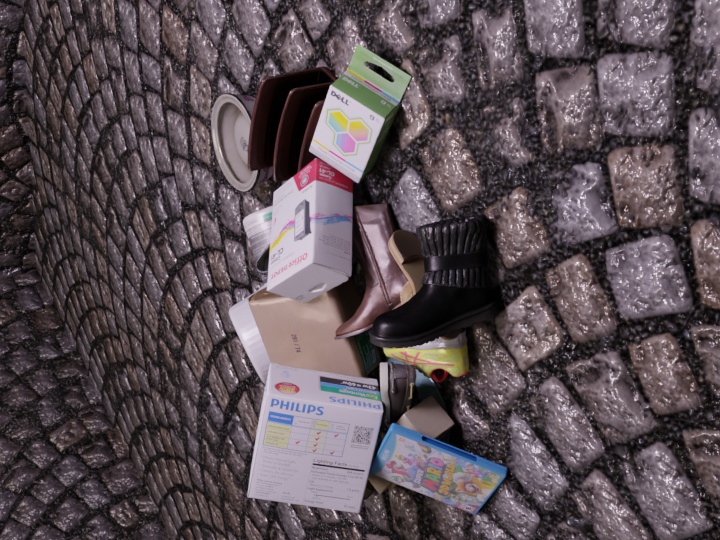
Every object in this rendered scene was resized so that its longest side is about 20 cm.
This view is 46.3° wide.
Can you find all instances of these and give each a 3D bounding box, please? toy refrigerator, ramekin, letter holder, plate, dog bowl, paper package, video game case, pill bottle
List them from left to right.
[{"bbox_3d":[-0.227,-0.265,1.715,0.200,0.074,0.201,30,128,47],"label":"dog bowl"},{"bbox_3d":[-0.197,0.140,1.772,0.201,0.097,0.201,62,173,14],"label":"ramekin"},{"bbox_3d":[-0.151,-0.024,1.677,0.113,0.113,0.201,-26,82,58],"label":"pill bottle"},{"bbox_3d":[-0.112,-0.239,1.483,0.101,0.142,0.200,50,142,32],"label":"letter holder"},{"bbox_3d":[-0.082,0.114,1.557,0.190,0.103,0.201,-11,106,30],"label":"paper package"},{"bbox_3d":[0.079,0.308,1.466,0.070,0.076,0.200,50,137,16],"label":"toy refrigerator"},{"bbox_3d":[0.088,0.253,1.524,0.200,0.025,0.201,33,132,46],"label":"plate"},{"bbox_3d":[0.124,0.330,1.392,0.199,0.018,0.143,22,136,0],"label":"video game case"}]

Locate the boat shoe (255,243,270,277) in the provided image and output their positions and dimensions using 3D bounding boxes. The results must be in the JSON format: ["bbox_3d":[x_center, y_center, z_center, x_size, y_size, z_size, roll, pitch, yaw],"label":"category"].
[{"bbox_3d":[-0.113,-0.055,1.563,0.200,0.060,0.076,-46,64,15],"label":"boat shoe"}]

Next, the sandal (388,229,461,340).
[{"bbox_3d":[0.096,0.037,1.360,0.212,0.077,0.070,65,144,28],"label":"sandal"}]

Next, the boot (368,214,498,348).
[{"bbox_3d":[0.097,0.013,1.231,0.079,0.210,0.159,-150,44,-67],"label":"boot"}]

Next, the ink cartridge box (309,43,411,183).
[{"bbox_3d":[-0.004,-0.248,1.353,0.104,0.059,0.200,33,138,7],"label":"ink cartridge box"}]

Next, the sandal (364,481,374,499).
[{"bbox_3d":[-0.028,0.374,1.735,0.201,0.081,0.055,66,170,-2],"label":"sandal"}]

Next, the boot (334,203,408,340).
[{"bbox_3d":[0.000,0.000,1.441,0.186,0.064,0.201,-27,83,15],"label":"boot"}]

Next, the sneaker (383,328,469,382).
[{"bbox_3d":[0.106,0.143,1.394,0.200,0.078,0.091,-8,102,59],"label":"sneaker"}]

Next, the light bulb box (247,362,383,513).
[{"bbox_3d":[-0.078,0.283,1.434,0.125,0.197,0.201,-102,24,-70],"label":"light bulb box"}]

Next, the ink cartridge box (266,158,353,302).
[{"bbox_3d":[-0.085,-0.066,1.438,0.147,0.085,0.201,-30,49,46],"label":"ink cartridge box"}]

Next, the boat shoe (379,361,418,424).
[{"bbox_3d":[0.068,0.210,1.420,0.201,0.060,0.072,78,-171,-63],"label":"boat shoe"}]
